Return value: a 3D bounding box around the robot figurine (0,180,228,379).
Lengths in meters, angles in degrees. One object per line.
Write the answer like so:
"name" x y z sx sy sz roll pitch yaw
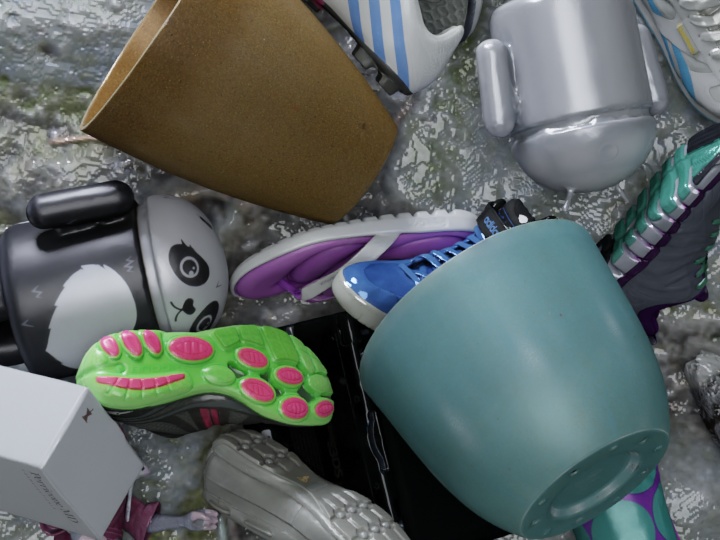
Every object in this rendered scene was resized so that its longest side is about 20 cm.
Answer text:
"robot figurine" -0.199 0.014 1.372 0.199 0.150 0.125 -12 76 -1

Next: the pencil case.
"pencil case" 0.213 0.206 1.397 0.092 0.085 0.201 -20 89 10

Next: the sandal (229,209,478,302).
"sandal" -0.001 -0.003 1.396 0.202 0.083 0.050 -14 64 -3

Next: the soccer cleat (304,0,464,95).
"soccer cleat" -0.004 -0.224 1.382 0.086 0.070 0.200 -43 105 3

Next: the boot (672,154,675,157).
"boot" 0.337 -0.124 1.428 0.199 0.070 0.132 -2 79 -2

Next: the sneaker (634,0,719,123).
"sneaker" 0.266 -0.188 1.390 0.076 0.081 0.200 -33 73 -5

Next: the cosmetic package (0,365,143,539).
"cosmetic package" -0.270 0.122 1.330 0.199 0.102 0.071 10 57 31

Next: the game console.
"game console" 0.013 0.129 1.428 0.175 0.116 0.201 -14 88 28

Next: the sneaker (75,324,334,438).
"sneaker" -0.114 0.083 1.346 0.199 0.084 0.077 8 66 -20

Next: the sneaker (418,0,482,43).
"sneaker" 0.096 -0.289 1.414 0.077 0.146 0.203 21 131 34

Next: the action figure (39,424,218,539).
"action figure" -0.208 0.217 1.398 0.148 0.134 0.201 -4 71 41

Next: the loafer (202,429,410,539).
"loafer" -0.038 0.192 1.361 0.200 0.070 0.070 32 114 30

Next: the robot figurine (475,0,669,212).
"robot figurine" 0.163 -0.146 1.393 0.169 0.113 0.201 -9 88 -25

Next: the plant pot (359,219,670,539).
"plant pot" 0.124 0.091 1.290 0.200 0.201 0.161 -32 63 -2

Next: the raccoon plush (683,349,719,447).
"raccoon plush" 0.355 0.133 1.404 0.134 0.097 0.201 -23 89 -10

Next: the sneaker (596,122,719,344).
"sneaker" 0.249 -0.027 1.383 0.087 0.075 0.200 31 129 -11

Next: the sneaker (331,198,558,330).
"sneaker" 0.077 -0.008 1.349 0.199 0.077 0.111 8 125 -37

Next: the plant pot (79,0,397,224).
"plant pot" -0.079 -0.126 1.369 0.200 0.186 0.187 35 88 -14
